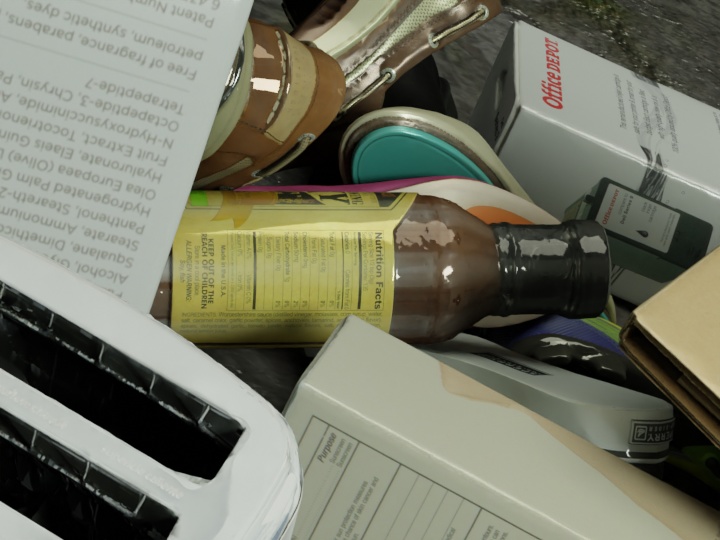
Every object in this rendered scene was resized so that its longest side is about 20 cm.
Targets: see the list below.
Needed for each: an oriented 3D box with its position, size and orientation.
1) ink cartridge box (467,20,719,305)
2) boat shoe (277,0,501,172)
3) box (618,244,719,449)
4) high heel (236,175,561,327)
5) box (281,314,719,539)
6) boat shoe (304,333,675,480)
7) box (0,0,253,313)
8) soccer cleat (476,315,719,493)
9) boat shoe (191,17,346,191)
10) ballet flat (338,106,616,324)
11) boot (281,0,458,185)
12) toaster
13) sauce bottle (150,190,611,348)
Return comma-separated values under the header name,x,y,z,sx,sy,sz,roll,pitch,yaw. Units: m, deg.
name,x,y,z,sx,sy,sz,roll,pitch,yaw
ink cartridge box,0.159,-0.047,1.222,0.200,0.084,0.146,23,24,-7
boat shoe,-0.014,-0.078,1.016,0.075,0.202,0.075,46,-5,-7
box,0.213,0.033,0.812,0.163,0.021,0.200,45,50,14
high heel,0.000,-0.005,0.977,0.199,0.068,0.096,-1,-2,-26
box,0.055,0.109,0.799,0.200,0.095,0.078,30,24,4
boat shoe,0.042,0.064,0.900,0.071,0.064,0.200,3,9,-40
box,-0.172,-0.074,0.791,0.199,0.172,0.199,16,11,-23
soccer cleat,0.146,0.059,1.026,0.200,0.065,0.084,18,20,-19
boat shoe,-0.069,-0.057,0.898,0.074,0.076,0.200,10,-9,-24
ballet flat,0.053,-0.026,1.031,0.200,0.069,0.070,46,9,-38
boot,-0.004,-0.125,1.122,0.079,0.158,0.211,-14,18,6
toaster,-0.098,0.077,0.636,0.200,0.129,0.114,31,54,9
sauce bottle,0.000,0.000,0.874,0.199,0.065,0.065,1,30,-11
